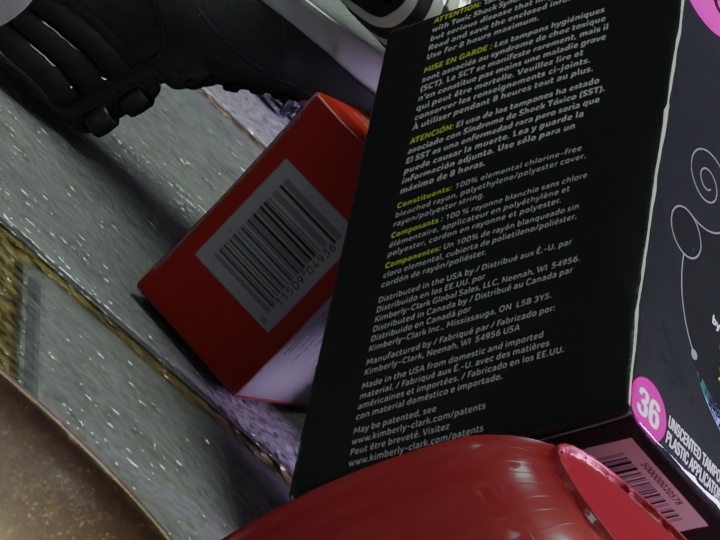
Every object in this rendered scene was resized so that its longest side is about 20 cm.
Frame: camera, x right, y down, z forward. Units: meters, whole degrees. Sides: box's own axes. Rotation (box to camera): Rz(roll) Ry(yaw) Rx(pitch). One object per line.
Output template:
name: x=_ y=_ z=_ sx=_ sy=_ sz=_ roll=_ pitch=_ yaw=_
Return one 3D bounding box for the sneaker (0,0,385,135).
sneaker: x=-0.065 y=-0.088 z=1.088 sx=0.200 sy=0.099 sz=0.071 roll=31 pitch=15 yaw=-17

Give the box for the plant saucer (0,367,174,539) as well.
plant saucer: x=-0.087 y=0.070 z=0.563 sx=0.200 sy=0.037 sz=0.200 roll=44 pitch=9 yaw=-9

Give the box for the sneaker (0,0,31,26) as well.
sneaker: x=-0.188 y=-0.160 z=0.890 sx=0.099 sy=0.071 sz=0.200 roll=50 pitch=4 yaw=37

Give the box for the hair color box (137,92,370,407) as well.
hair color box: x=0.000 y=0.000 z=1.040 sx=0.061 sy=0.102 sz=0.200 roll=47 pitch=8 yaw=17

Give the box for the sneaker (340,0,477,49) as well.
sneaker: x=0.049 y=-0.113 z=1.067 sx=0.115 sy=0.076 sz=0.201 roll=51 pitch=18 yaw=-6

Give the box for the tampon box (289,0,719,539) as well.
tampon box: x=0.082 y=0.020 z=0.887 sx=0.150 sy=0.126 sz=0.200 roll=46 pitch=41 yaw=-37

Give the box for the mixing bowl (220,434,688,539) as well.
mixing bowl: x=0.049 y=0.118 z=0.729 sx=0.200 sy=0.108 sz=0.200 roll=43 pitch=9 yaw=-9

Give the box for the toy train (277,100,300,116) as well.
toy train: x=-0.007 y=-0.102 z=1.609 sx=0.034 sy=0.046 sz=0.200 roll=48 pitch=10 yaw=19
